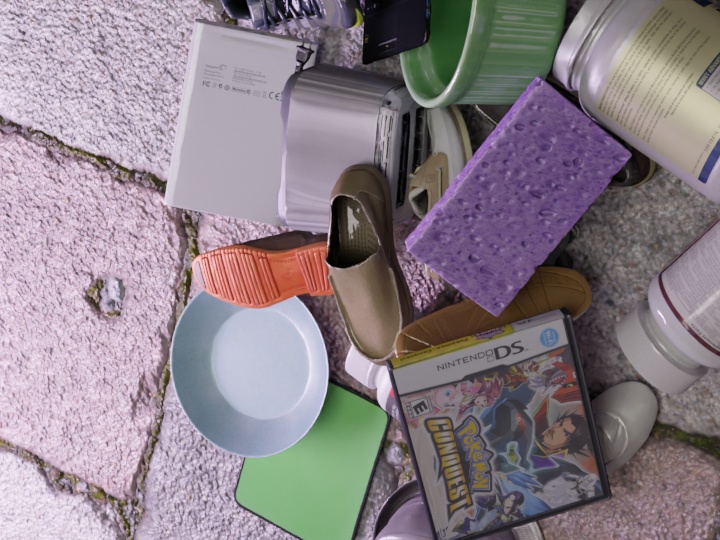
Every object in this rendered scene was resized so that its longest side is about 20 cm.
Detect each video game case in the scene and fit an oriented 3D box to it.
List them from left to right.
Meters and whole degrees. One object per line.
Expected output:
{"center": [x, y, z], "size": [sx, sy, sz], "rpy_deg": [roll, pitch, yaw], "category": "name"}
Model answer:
{"center": [0.134, 0.153, 1.573], "size": [0.179, 0.026, 0.201], "rpy_deg": [-16, 109, -3], "category": "video game case"}

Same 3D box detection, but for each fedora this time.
{"center": [0.088, 0.310, 1.734], "size": [0.199, 0.090, 0.178], "rpy_deg": [9, 106, 26], "category": "fedora"}

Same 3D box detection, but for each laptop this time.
{"center": [-0.006, -0.310, 1.578], "size": [0.177, 0.103, 0.202], "rpy_deg": [-178, 90, -72], "category": "laptop"}

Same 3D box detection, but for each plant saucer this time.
{"center": [-0.116, 0.104, 1.818], "size": [0.200, 0.039, 0.203], "rpy_deg": [2, 94, 25], "category": "plant saucer"}

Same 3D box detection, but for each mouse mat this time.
{"center": [-0.057, 0.209, 1.838], "size": [0.160, 0.008, 0.201], "rpy_deg": [25, 112, 21], "category": "mouse mat"}

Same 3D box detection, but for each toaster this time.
{"center": [-0.006, -0.127, 1.670], "size": [0.128, 0.114, 0.201], "rpy_deg": [11, 109, 22], "category": "toaster"}

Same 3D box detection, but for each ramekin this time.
{"center": [0.113, -0.248, 1.532], "size": [0.200, 0.097, 0.202], "rpy_deg": [-177, 90, -71], "category": "ramekin"}

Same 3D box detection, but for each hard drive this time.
{"center": [-0.127, -0.155, 1.746], "size": [0.131, 0.027, 0.201], "rpy_deg": [10, 108, -5], "category": "hard drive"}

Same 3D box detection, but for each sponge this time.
{"center": [0.143, -0.066, 1.507], "size": [0.111, 0.030, 0.200], "rpy_deg": [35, 105, -13], "category": "sponge"}

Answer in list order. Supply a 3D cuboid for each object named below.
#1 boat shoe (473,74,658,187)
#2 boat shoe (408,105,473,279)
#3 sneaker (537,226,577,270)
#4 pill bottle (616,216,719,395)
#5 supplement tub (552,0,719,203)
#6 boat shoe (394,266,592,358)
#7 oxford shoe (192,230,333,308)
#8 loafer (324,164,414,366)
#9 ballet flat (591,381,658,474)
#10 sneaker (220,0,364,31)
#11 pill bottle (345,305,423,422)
{"center": [0.190, -0.138, 1.586], "size": [0.200, 0.066, 0.072], "rpy_deg": [30, 114, 19], "category": "boat shoe"}
{"center": [0.080, -0.081, 1.604], "size": [0.068, 0.075, 0.201], "rpy_deg": [-9, 54, 1], "category": "boat shoe"}
{"center": [0.168, -0.062, 1.599], "size": [0.084, 0.075, 0.201], "rpy_deg": [5, 134, 14], "category": "sneaker"}
{"center": [0.336, 0.020, 1.519], "size": [0.110, 0.109, 0.200], "rpy_deg": [49, 119, 10], "category": "pill bottle"}
{"center": [0.288, -0.170, 1.480], "size": [0.200, 0.145, 0.146], "rpy_deg": [37, 116, 16], "category": "supplement tub"}
{"center": [0.129, 0.056, 1.604], "size": [0.199, 0.069, 0.071], "rpy_deg": [-20, 63, -2], "category": "boat shoe"}
{"center": [-0.084, -0.007, 1.762], "size": [0.199, 0.073, 0.072], "rpy_deg": [-1, 115, 23], "category": "oxford shoe"}
{"center": [0.000, 0.000, 1.605], "size": [0.076, 0.067, 0.201], "rpy_deg": [-7, 100, 29], "category": "loafer"}
{"center": [0.217, 0.187, 1.650], "size": [0.200, 0.069, 0.070], "rpy_deg": [-43, 80, 29], "category": "ballet flat"}
{"center": [-0.067, -0.266, 1.644], "size": [0.200, 0.081, 0.074], "rpy_deg": [14, 127, 56], "category": "sneaker"}
{"center": [0.089, 0.120, 1.675], "size": [0.199, 0.114, 0.114], "rpy_deg": [35, 116, 17], "category": "pill bottle"}
